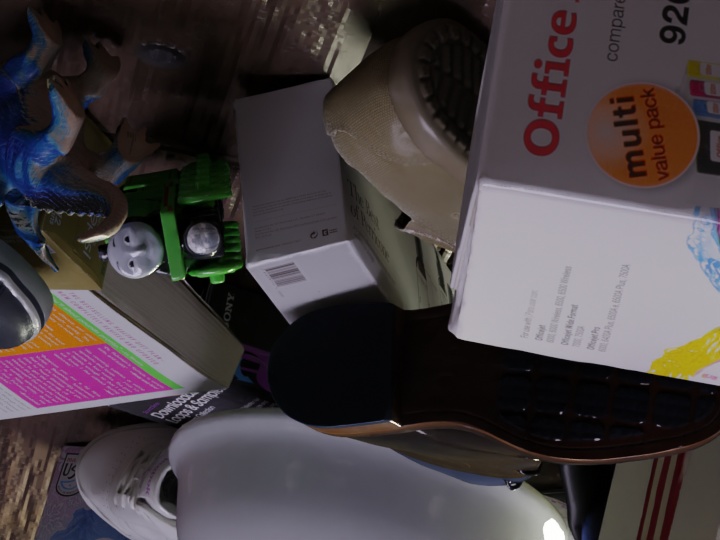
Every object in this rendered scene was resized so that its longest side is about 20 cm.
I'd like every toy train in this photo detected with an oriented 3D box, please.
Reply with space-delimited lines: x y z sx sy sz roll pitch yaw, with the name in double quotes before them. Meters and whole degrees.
"toy train" -0.080 -0.021 1.222 0.056 0.042 0.200 -9 -173 -2

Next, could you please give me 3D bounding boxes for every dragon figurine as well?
"dragon figurine" -0.140 -0.040 1.190 0.059 0.200 0.099 27 114 -38

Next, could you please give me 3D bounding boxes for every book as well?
"book" -0.172 0.024 1.434 0.200 0.048 0.134 -9 138 42

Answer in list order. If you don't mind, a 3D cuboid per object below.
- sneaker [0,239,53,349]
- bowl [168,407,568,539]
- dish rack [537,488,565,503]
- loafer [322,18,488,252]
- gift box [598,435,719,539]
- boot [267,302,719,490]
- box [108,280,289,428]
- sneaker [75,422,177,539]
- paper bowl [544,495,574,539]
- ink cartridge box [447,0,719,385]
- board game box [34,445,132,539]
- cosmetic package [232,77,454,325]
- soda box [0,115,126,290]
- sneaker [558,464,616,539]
"sneaker" -0.230 -0.006 1.231 0.200 0.080 0.078 32 150 -18
"bowl" -0.006 0.147 1.395 0.201 0.091 0.201 12 156 6
"dish rack" 0.180 0.181 1.674 0.153 0.055 0.200 -6 154 37
"loafer" 0.055 -0.037 1.205 0.067 0.076 0.200 -4 145 36
"gift box" 0.201 0.078 1.271 0.184 0.187 0.200 16 176 -17
"boot" 0.070 0.052 1.226 0.200 0.075 0.097 5 167 21
"box" -0.017 0.067 1.516 0.200 0.036 0.143 18 156 -19
"sneaker" -0.096 0.114 1.576 0.200 0.075 0.100 14 163 45
"paper bowl" 0.071 0.216 1.565 0.200 0.201 0.104 11 -169 -2
"ink cartridge box" 0.141 -0.050 1.036 0.200 0.147 0.145 9 157 2
"board game box" -0.110 0.200 1.632 0.200 0.199 0.043 0 153 34
"cosmetic package" 0.000 0.000 1.286 0.051 0.083 0.200 -15 152 12
"soda box" -0.212 -0.034 1.323 0.200 0.068 0.064 0 155 24
"sneaker" 0.151 0.098 1.413 0.080 0.115 0.199 -10 150 41
